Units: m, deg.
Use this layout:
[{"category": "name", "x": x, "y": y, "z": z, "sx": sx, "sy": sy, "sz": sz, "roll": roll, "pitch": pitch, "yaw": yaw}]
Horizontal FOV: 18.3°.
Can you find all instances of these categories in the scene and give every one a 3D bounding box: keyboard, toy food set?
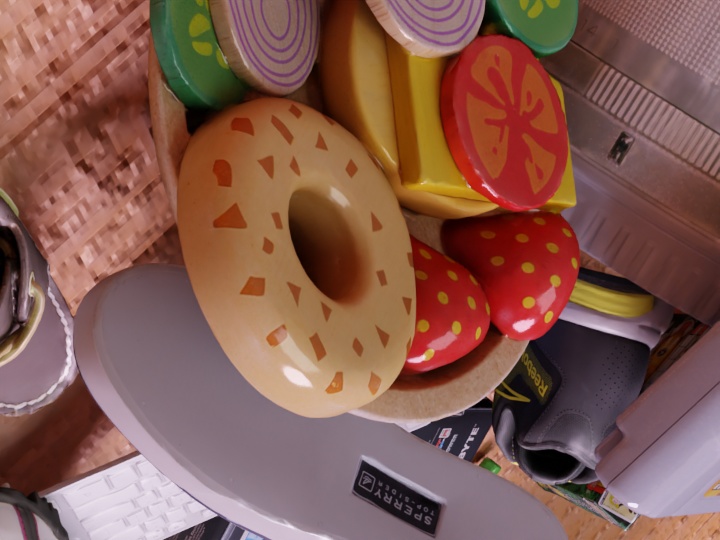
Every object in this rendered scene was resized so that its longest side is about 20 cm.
[{"category": "keyboard", "x": -0.070, "y": 0.079, "z": 0.811, "sx": 0.200, "sy": 0.011, "sz": 0.056, "roll": -24, "pitch": 148, "yaw": -2}, {"category": "toy food set", "x": 0.006, "y": -0.049, "z": 0.730, "sx": 0.200, "sy": 0.049, "sz": 0.198, "roll": 4, "pitch": 76, "yaw": -46}]

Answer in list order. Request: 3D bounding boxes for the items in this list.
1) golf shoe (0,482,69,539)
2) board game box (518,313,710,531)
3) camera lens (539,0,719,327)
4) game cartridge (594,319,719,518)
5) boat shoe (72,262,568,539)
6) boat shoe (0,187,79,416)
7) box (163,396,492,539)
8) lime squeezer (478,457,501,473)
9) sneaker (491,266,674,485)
[{"category": "golf shoe", "x": -0.118, "y": 0.138, "z": 0.779, "sx": 0.077, "sy": 0.088, "sz": 0.200, "roll": -30, "pitch": 141, "yaw": 10}, {"category": "board game box", "x": 0.127, "y": 0.064, "z": 1.027, "sx": 0.105, "sy": 0.023, "sz": 0.200, "roll": -52, "pitch": -176, "yaw": -4}, {"category": "camera lens", "x": 0.152, "y": -0.092, "z": 0.869, "sx": 0.200, "sy": 0.160, "sz": 0.160, "roll": -59, "pitch": 149, "yaw": 9}, {"category": "game cartridge", "x": 0.169, "y": 0.038, "z": 0.849, "sx": 0.133, "sy": 0.042, "sz": 0.200, "roll": -41, "pitch": 161, "yaw": 16}, {"category": "boat shoe", "x": -0.021, "y": 0.069, "z": 0.765, "sx": 0.200, "sy": 0.070, "sz": 0.071, "roll": 32, "pitch": 59, "yaw": -22}, {"category": "boat shoe", "x": -0.131, "y": 0.000, "z": 0.674, "sx": 0.072, "sy": 0.059, "sz": 0.200, "roll": -47, "pitch": 149, "yaw": -10}, {"category": "box", "x": -0.041, "y": 0.128, "z": 0.943, "sx": 0.159, "sy": 0.046, "sz": 0.200, "roll": 5, "pitch": 117, "yaw": -55}, {"category": "lime squeezer", "x": -0.005, "y": 0.164, "z": 1.053, "sx": 0.200, "sy": 0.038, "sz": 0.071, "roll": -53, "pitch": -179, "yaw": -2}, {"category": "sneaker", "x": 0.081, "y": 0.050, "z": 0.950, "sx": 0.200, "sy": 0.074, "sz": 0.085, "roll": 78, "pitch": 31, "yaw": -79}]
